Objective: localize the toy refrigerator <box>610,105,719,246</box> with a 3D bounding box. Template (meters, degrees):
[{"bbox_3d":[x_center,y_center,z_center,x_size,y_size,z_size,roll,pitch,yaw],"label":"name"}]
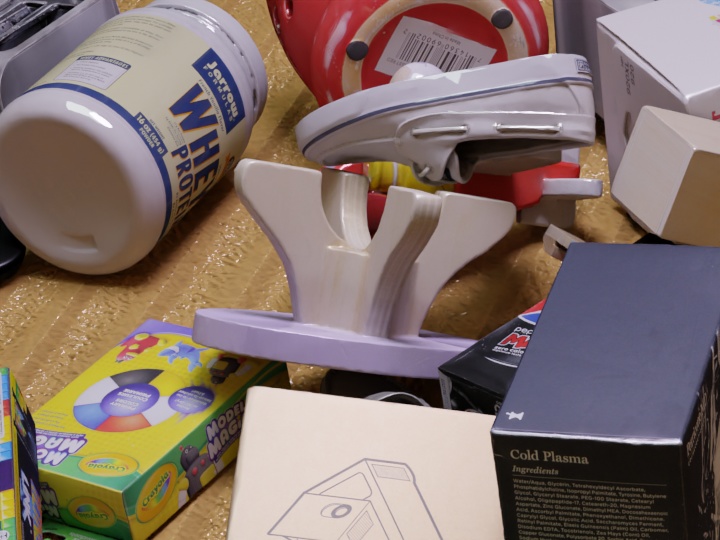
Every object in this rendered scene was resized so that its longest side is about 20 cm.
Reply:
[{"bbox_3d":[0.268,-0.044,1.786,0.199,0.070,0.076,11,20,-28],"label":"toy refrigerator"}]

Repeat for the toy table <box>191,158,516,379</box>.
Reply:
[{"bbox_3d":[0.000,0.000,1.742,0.199,0.118,0.184,7,4,-31],"label":"toy table"}]

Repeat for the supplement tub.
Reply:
[{"bbox_3d":[-0.166,-0.103,2.013,0.144,0.146,0.200,7,33,26],"label":"supplement tub"}]

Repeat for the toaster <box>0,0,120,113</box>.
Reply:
[{"bbox_3d":[-0.278,-0.143,2.134,0.180,0.119,0.200,9,34,34],"label":"toaster"}]

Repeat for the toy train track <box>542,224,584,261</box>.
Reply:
[{"bbox_3d":[0.155,0.016,1.667,0.114,0.033,0.200,25,7,-25],"label":"toy train track"}]

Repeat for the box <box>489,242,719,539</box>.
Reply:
[{"bbox_3d":[0.150,0.112,1.507,0.104,0.183,0.200,1,31,18],"label":"box"}]

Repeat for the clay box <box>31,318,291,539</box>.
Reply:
[{"bbox_3d":[-0.145,0.106,1.739,0.114,0.048,0.200,11,34,33],"label":"clay box"}]

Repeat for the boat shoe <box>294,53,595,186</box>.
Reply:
[{"bbox_3d":[0.055,-0.086,1.771,0.199,0.066,0.072,-10,-13,12],"label":"boat shoe"}]

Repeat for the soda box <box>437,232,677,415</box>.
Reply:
[{"bbox_3d":[0.142,0.053,1.726,0.200,0.071,0.063,-31,35,-34],"label":"soda box"}]

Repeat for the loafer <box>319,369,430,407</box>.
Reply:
[{"bbox_3d":[0.024,0.100,1.677,0.070,0.070,0.200,-19,30,-16],"label":"loafer"}]

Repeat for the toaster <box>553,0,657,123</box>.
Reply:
[{"bbox_3d":[0.240,-0.178,2.045,0.199,0.119,0.181,-16,29,-13],"label":"toaster"}]

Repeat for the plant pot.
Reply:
[{"bbox_3d":[0.036,-0.186,2.054,0.199,0.201,0.183,-11,34,-3],"label":"plant pot"}]

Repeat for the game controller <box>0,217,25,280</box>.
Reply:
[{"bbox_3d":[-0.341,0.003,1.984,0.199,0.042,0.104,-24,32,-23],"label":"game controller"}]

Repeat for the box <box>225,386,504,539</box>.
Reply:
[{"bbox_3d":[0.005,0.160,1.498,0.162,0.021,0.201,8,56,1],"label":"box"}]

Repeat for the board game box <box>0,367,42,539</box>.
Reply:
[{"bbox_3d":[-0.272,0.160,1.626,0.164,0.057,0.200,-16,38,4],"label":"board game box"}]

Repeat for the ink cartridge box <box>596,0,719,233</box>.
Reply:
[{"bbox_3d":[0.282,-0.108,1.892,0.199,0.148,0.145,-18,30,-14],"label":"ink cartridge box"}]

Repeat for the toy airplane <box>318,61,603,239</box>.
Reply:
[{"bbox_3d":[0.066,-0.078,1.903,0.199,0.142,0.199,-15,4,23],"label":"toy airplane"}]
